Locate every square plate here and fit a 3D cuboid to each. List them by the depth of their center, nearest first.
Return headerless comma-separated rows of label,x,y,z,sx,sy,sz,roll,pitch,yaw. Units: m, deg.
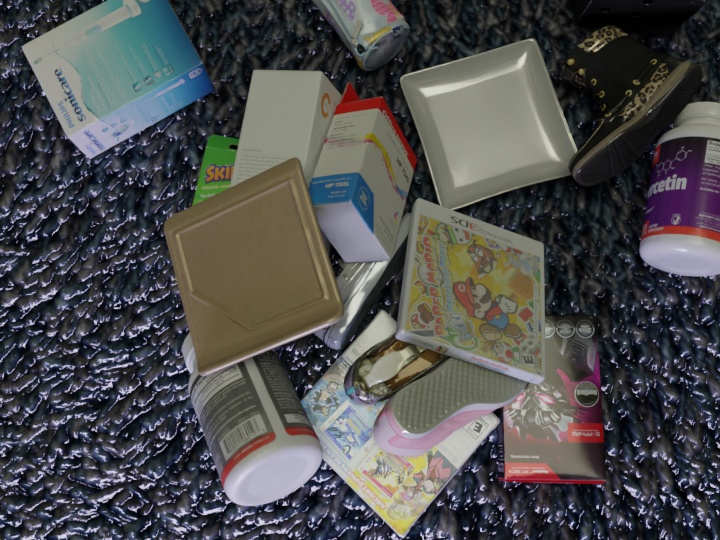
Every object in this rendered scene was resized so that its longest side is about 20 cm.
square plate,0.172,-0.195,1.000,0.197,0.028,0.201,-16,79,-3

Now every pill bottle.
pill bottle,-0.131,0.154,0.857,0.115,0.116,0.201,-28,54,-5
pill bottle,0.420,-0.102,0.934,0.111,0.113,0.203,13,78,3

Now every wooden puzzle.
wooden puzzle,-0.121,-0.004,0.831,0.183,0.037,0.203,-22,70,15

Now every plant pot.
plant pot,0.373,-0.421,0.970,0.196,0.200,0.180,8,89,2

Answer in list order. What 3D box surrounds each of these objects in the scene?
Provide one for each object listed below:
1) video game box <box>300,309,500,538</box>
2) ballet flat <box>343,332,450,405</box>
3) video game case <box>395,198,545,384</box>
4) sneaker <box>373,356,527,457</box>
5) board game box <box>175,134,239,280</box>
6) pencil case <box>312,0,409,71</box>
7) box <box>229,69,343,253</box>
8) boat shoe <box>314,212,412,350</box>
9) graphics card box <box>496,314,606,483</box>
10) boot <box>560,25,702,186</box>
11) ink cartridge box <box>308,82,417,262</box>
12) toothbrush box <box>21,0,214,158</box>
video game box,0.038,0.184,0.911,0.200,0.047,0.182,43,79,9
ballet flat,0.069,0.092,0.875,0.199,0.072,0.072,-33,79,-10
video game case,0.137,0.020,0.888,0.180,0.023,0.202,18,53,-10
sneaker,0.098,0.153,0.865,0.198,0.105,0.076,-18,66,-31
board game box,-0.174,-0.075,0.979,0.094,0.030,0.203,10,81,2
pencil case,-0.020,-0.367,1.010,0.090,0.083,0.201,-29,77,-28
box,-0.085,-0.128,0.924,0.096,0.124,0.203,7,80,19
boat shoe,0.000,0.000,0.935,0.066,0.074,0.201,31,75,14
graphics card box,0.230,0.155,0.913,0.123,0.051,0.203,1,76,2
boot,0.316,-0.218,0.963,0.200,0.073,0.151,-45,53,9
ink cartridge box,0.009,-0.125,0.910,0.066,0.116,0.202,-3,55,29
toothbrush box,-0.319,-0.268,0.992,0.198,0.085,0.148,-31,80,-6
